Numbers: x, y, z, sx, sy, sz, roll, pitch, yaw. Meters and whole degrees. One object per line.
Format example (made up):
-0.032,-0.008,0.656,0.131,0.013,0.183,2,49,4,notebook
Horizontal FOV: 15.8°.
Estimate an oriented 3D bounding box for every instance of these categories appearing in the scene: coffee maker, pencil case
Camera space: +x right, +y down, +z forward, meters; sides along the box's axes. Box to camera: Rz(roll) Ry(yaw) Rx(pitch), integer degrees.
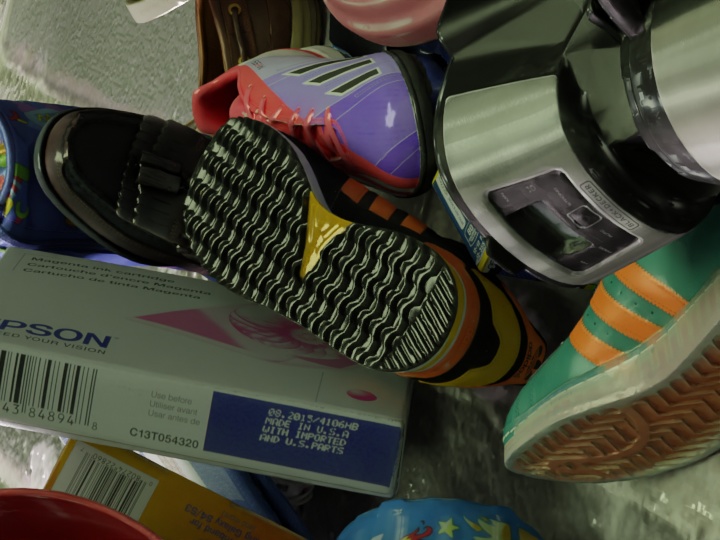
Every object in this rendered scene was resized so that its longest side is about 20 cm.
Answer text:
0.141,-0.094,0.871,0.200,0.192,0.135,-15,112,48,coffee maker
-0.123,-0.036,1.268,0.078,0.199,0.087,-56,50,26,pencil case

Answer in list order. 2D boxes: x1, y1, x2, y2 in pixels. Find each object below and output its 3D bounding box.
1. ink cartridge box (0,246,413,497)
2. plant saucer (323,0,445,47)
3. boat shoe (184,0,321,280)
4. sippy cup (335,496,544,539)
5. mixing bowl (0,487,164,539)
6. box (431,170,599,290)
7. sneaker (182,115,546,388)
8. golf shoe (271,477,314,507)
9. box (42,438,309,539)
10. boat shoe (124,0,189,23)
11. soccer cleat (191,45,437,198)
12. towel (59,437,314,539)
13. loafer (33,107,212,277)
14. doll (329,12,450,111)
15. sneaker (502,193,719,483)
-0.072,0.032,1.146,0.200,0.195,0.044,-79,-1,-73,ink cartridge box
0.035,-0.203,1.188,0.200,0.051,0.201,-32,45,39,plant saucer
-0.068,-0.063,1.393,0.072,0.067,0.201,-16,68,62,boat shoe
0.032,0.169,1.054,0.177,0.140,0.131,-10,53,18,sippy cup
-0.123,0.190,1.056,0.108,0.199,0.201,24,-107,-76,mixing bowl
0.102,-0.093,1.055,0.201,0.064,0.070,-65,30,28,box
0.000,0.000,1.130,0.200,0.090,0.070,36,99,47,sneaker
-0.033,0.083,1.285,0.200,0.075,0.092,-173,80,-69,golf shoe
-0.078,0.134,1.165,0.042,0.119,0.200,-62,-7,-18,box
-0.056,-0.197,1.339,0.199,0.060,0.072,-25,18,32,boat shoe
-0.019,-0.068,1.192,0.200,0.073,0.069,-153,56,-69,soccer cleat
-0.078,0.124,1.306,0.147,0.024,0.200,55,156,-11,towel
-0.058,-0.026,1.221,0.063,0.200,0.072,-14,55,51,loafer
0.026,-0.120,1.238,0.200,0.048,0.137,50,125,54,doll
0.121,0.015,0.982,0.200,0.071,0.080,-41,42,46,sneaker
